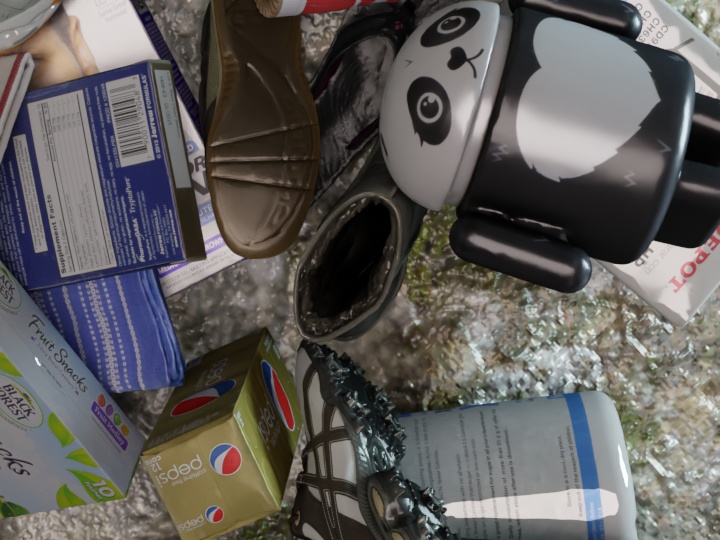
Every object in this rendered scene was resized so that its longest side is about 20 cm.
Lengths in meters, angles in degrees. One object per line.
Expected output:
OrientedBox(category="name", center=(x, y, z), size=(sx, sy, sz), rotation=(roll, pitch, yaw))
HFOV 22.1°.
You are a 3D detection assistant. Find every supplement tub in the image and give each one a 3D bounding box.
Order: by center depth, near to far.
OrientedBox(category="supplement tub", center=(0.074, 0.154, 1.209), size=(0.198, 0.132, 0.133), rotation=(-6, 101, 1))

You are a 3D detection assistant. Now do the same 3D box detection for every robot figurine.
OrientedBox(category="robot figurine", center=(0.110, -0.076, 1.018), size=(0.199, 0.150, 0.125), rotation=(16, 117, -2))

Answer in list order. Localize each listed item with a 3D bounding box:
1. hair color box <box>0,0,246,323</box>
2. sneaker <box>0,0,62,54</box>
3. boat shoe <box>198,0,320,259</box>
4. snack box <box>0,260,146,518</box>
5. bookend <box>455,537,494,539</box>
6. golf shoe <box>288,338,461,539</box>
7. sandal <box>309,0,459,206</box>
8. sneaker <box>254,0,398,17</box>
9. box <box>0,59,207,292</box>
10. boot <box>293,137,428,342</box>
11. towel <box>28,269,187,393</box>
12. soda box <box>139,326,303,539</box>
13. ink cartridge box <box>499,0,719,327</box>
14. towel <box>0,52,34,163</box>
OrientedBox(category="hair color box", center=(-0.155, -0.081, 1.196), size=(0.109, 0.065, 0.201), rotation=(-26, 99, 6))
OrientedBox(category="sneaker", center=(-0.175, -0.214, 1.109), size=(0.200, 0.092, 0.076), rotation=(-42, 70, -14))
OrientedBox(category="boat shoe", center=(-0.065, -0.103, 1.165), size=(0.073, 0.065, 0.202), rotation=(2, 80, -10))
OrientedBox(category="snack box", center=(-0.247, 0.072, 1.167), size=(0.141, 0.053, 0.200), rotation=(-13, 129, 28))
OrientedBox(category="bookend", center=(0.121, 0.258, 1.171), size=(0.199, 0.093, 0.199), rotation=(7, 145, -18))
OrientedBox(category="golf shoe", center=(-0.015, 0.125, 1.115), size=(0.094, 0.201, 0.078), rotation=(-41, 134, 15))
OrientedBox(category="sandal", center=(-0.002, -0.115, 1.197), size=(0.075, 0.048, 0.201), rotation=(36, 100, -7))
OrientedBox(category="sneaker", center=(-0.022, -0.253, 1.154), size=(0.112, 0.071, 0.201), rotation=(-5, 76, -22))
OrientedBox(category="box", center=(-0.194, -0.049, 1.136), size=(0.199, 0.032, 0.122), rotation=(-10, 91, 26))
OrientedBox(category="boot", center=(-0.002, 0.000, 1.132), size=(0.072, 0.200, 0.183), rotation=(19, 115, -2))
OrientedBox(category="towel", center=(-0.215, 0.020, 1.194), size=(0.199, 0.024, 0.146), rotation=(-9, 106, 24))
OrientedBox(category="soda box", center=(-0.082, 0.101, 1.161), size=(0.064, 0.200, 0.068), rotation=(-24, 101, 8))
OrientedBox(category="ink cartridge box", center=(0.162, -0.091, 1.153), size=(0.200, 0.145, 0.147), rotation=(39, 98, -7))
OrientedBox(category="towel", center=(-0.297, -0.063, 1.137), size=(0.199, 0.023, 0.145), rotation=(-4, 58, 29))
